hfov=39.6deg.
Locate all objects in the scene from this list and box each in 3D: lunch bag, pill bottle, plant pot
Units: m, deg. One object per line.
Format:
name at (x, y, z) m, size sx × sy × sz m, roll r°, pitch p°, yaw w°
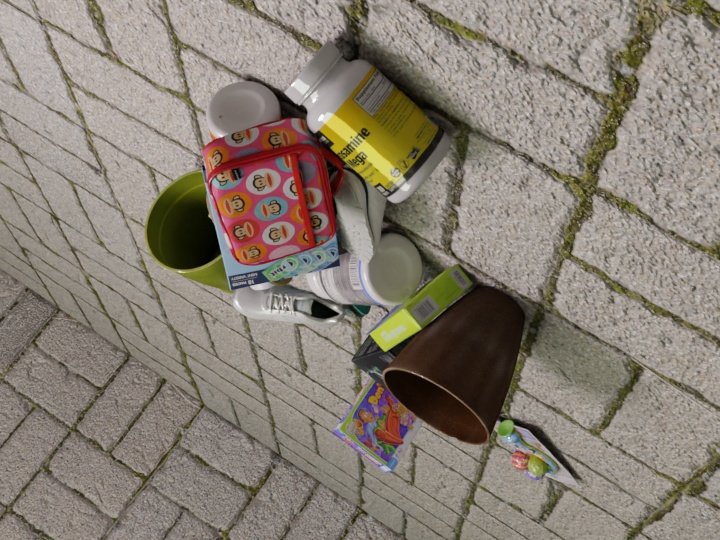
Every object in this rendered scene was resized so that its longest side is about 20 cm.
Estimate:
lunch bag at (-0.105, -0.104, 1.314) m, size 0.201 × 0.175 × 0.082 m, roll 79°, pitch 174°, yaw -52°
pill bottle at (-0.163, -0.182, 1.511) m, size 0.109 × 0.110 × 0.200 m, roll 28°, pitch 157°, yaw 19°
plant pot at (0.164, 0.128, 1.526) m, size 0.186 × 0.200 × 0.187 m, roll 30°, pitch 158°, yaw 14°
pill bottle at (0.000, 0.000, 1.628) m, size 0.114 × 0.114 × 0.200 m, roll 46°, pitch 156°, yaw -23°
plant pot at (-0.261, -0.053, 1.840) m, size 0.200 × 0.201 × 0.193 m, roll 24°, pitch 167°, yaw 28°
pill bottle at (0.007, -0.187, 1.248) m, size 0.200 × 0.113 × 0.112 m, roll 40°, pitch 158°, yaw -10°

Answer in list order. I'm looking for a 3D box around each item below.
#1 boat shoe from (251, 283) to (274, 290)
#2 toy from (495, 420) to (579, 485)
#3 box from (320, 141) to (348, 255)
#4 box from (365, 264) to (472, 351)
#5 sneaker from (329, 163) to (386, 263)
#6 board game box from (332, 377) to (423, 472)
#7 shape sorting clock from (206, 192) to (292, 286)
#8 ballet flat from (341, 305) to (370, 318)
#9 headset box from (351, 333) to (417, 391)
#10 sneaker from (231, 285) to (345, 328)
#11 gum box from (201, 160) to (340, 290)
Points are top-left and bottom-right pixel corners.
boat shoe at (-0.165, -0.033, 1.739) m, size 0.068 × 0.200 × 0.057 m, roll -13°, pitch 117°, yaw 8°
toy at (0.325, 0.366, 1.940) m, size 0.115 × 0.047 × 0.200 m, roll 8°, pitch 144°, yaw 53°
box at (-0.095, -0.095, 1.483) m, size 0.049 × 0.160 × 0.201 m, roll -111°, pitch 6°, yaw -48°
box at (0.090, 0.064, 1.606) m, size 0.048 × 0.122 × 0.200 m, roll 50°, pitch 157°, yaw 1°
sneaker at (0.010, -0.089, 1.448) m, size 0.076 × 0.081 × 0.201 m, roll 30°, pitch 149°, yaw 20°
board game box at (0.057, 0.276, 1.974) m, size 0.134 × 0.200 × 0.045 m, roll 38°, pitch 157°, yaw -5°
shape sorting clock at (-0.180, -0.056, 1.627) m, size 0.200 × 0.039 × 0.200 m, roll 51°, pitch -163°, yaw -22°
ballet flat at (-0.051, 0.021, 1.788) m, size 0.074 × 0.074 × 0.200 m, roll 16°, pitch 150°, yaw 40°
headset box at (0.098, 0.177, 1.860) m, size 0.174 × 0.093 × 0.200 m, roll 39°, pitch 158°, yaw -8°
sneaker at (-0.119, 0.055, 1.713) m, size 0.199 × 0.071 × 0.080 m, roll 9°, pitch 175°, yaw -14°
gum box at (-0.123, -0.074, 1.427) m, size 0.045 × 0.169 × 0.201 m, roll -110°, pitch 10°, yaw -47°
